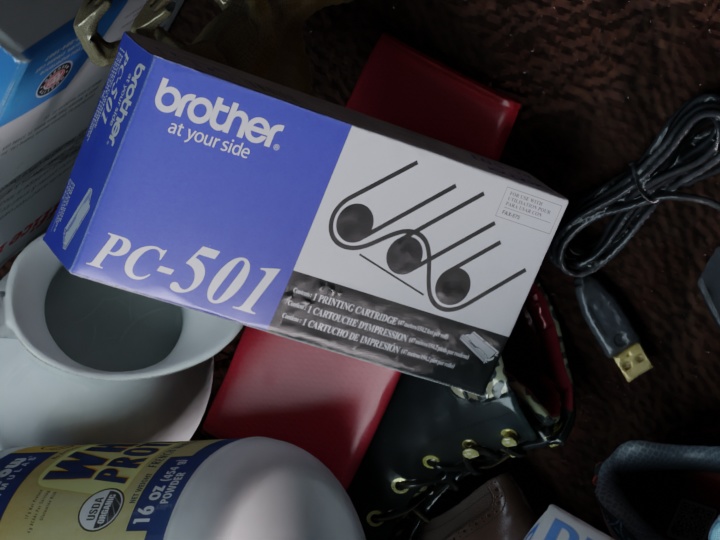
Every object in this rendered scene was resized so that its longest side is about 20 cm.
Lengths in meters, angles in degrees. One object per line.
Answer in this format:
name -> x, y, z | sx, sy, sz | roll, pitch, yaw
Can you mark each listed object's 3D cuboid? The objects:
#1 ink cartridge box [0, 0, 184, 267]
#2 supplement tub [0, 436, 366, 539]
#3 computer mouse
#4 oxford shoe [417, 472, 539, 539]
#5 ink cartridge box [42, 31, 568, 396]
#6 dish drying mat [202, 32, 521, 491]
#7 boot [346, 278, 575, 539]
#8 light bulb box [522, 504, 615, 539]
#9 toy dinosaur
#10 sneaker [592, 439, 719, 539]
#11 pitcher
ink cartridge box -> -0.170, -0.084, 1.067 | 0.084, 0.145, 0.200 | 40, 134, 7
supplement tub -> -0.111, 0.148, 1.029 | 0.199, 0.144, 0.145 | -5, 117, 32
computer mouse -> 0.164, 0.033, 0.986 | 0.200, 0.046, 0.140 | 51, 132, -5
oxford shoe -> 0.020, 0.150, 1.163 | 0.200, 0.071, 0.073 | -22, 81, 41
ink cartridge box -> -0.020, -0.021, 0.953 | 0.094, 0.199, 0.044 | -67, 28, 10
dish drying mat -> 0.000, 0.000, 1.034 | 0.077, 0.018, 0.200 | 28, 104, 16
boot -> 0.027, 0.102, 1.065 | 0.153, 0.073, 0.204 | -19, 73, 37
light bulb box -> 0.113, 0.231, 1.003 | 0.198, 0.125, 0.200 | 30, 151, 4
toy dinosaur -> -0.067, -0.081, 0.969 | 0.101, 0.200, 0.058 | 42, 180, -38
sneaker -> 0.185, 0.119, 0.979 | 0.199, 0.080, 0.096 | 8, 159, 33
pitcher -> -0.150, 0.041, 1.103 | 0.200, 0.171, 0.122 | 126, 135, -68
